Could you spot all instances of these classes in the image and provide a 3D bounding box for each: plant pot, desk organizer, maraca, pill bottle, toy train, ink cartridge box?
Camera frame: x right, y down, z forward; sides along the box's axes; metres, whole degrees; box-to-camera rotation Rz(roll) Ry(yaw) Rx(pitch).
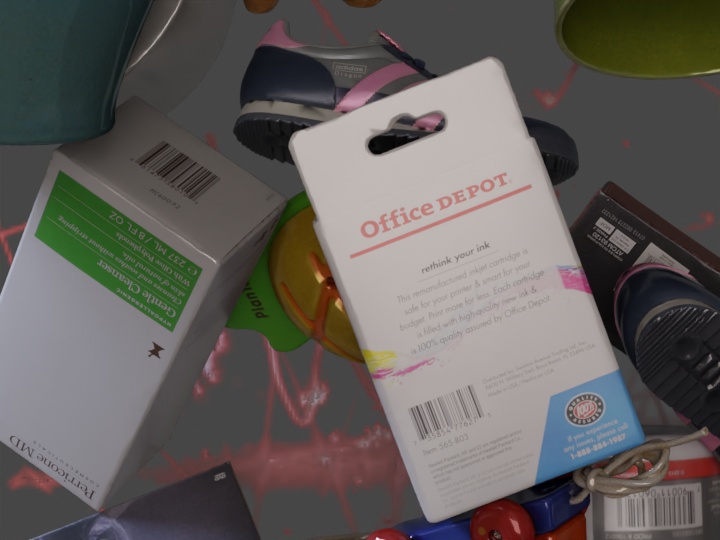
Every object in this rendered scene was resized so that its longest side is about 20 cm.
[{"bbox_3d":[-0.175,-0.160,0.722,0.199,0.200,0.189,6,103,2],"label":"plant pot"},{"bbox_3d":[0.186,-0.237,0.872,0.186,0.187,0.201,-7,73,1],"label":"plant pot"},{"bbox_3d":[0.203,0.028,0.885,0.200,0.077,0.072,35,115,3],"label":"desk organizer"},{"bbox_3d":[0.000,0.000,0.874,0.199,0.137,0.107,-8,42,21],"label":"maraca"},{"bbox_3d":[0.148,0.190,0.871,0.115,0.116,0.201,-1,88,1],"label":"pill bottle"},{"bbox_3d":[0.103,0.160,0.789,0.199,0.085,0.116,-21,88,33],"label":"toy train"},{"bbox_3d":[0.050,0.008,0.773,0.115,0.068,0.201,-21,95,1],"label":"ink cartridge box"}]

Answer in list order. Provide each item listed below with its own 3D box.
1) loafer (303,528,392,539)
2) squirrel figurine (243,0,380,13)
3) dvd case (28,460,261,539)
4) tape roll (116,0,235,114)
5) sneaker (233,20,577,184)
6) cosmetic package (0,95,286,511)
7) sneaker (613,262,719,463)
[{"bbox_3d":[0.001,0.186,0.898,0.199,0.068,0.076,-19,86,0],"label":"loafer"},{"bbox_3d":[0.016,-0.248,0.862,0.186,0.142,0.201,-3,64,8],"label":"squirrel figurine"},{"bbox_3d":[-0.104,0.221,0.846,0.148,0.016,0.201,-20,69,-11],"label":"dvd case"},{"bbox_3d":[-0.176,-0.178,0.880,0.202,0.139,0.204,0,88,5],"label":"tape roll"},{"bbox_3d":[0.031,-0.099,0.905,0.199,0.070,0.082,10,68,-5],"label":"sneaker"},{"bbox_3d":[-0.132,0.021,0.851,0.107,0.085,0.200,33,125,7],"label":"cosmetic package"},{"bbox_3d":[0.205,0.067,0.825,0.070,0.082,0.200,-37,117,11],"label":"sneaker"}]
